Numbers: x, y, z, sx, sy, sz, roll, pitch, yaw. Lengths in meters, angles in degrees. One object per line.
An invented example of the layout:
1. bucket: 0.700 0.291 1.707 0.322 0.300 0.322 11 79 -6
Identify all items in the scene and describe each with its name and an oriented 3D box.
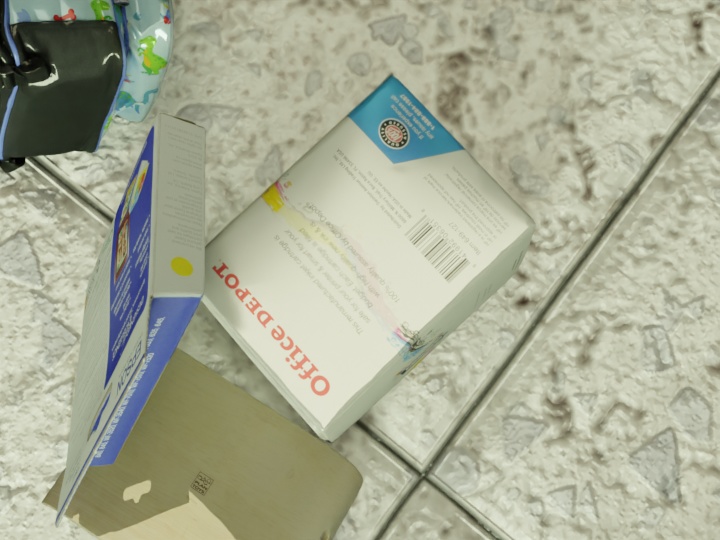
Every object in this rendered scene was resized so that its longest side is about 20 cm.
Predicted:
1. ink cartridge box: -0.149 0.036 0.769 0.046 0.198 0.202 13 47 -23
2. backpack: -0.222 -0.205 0.868 0.145 0.183 0.203 -9 73 -23
3. toy food set: -0.114 0.161 0.851 0.198 0.061 0.145 31 69 6
4. ink cartridge box: 0.000 0.000 0.829 0.200 0.145 0.147 -42 79 -7
